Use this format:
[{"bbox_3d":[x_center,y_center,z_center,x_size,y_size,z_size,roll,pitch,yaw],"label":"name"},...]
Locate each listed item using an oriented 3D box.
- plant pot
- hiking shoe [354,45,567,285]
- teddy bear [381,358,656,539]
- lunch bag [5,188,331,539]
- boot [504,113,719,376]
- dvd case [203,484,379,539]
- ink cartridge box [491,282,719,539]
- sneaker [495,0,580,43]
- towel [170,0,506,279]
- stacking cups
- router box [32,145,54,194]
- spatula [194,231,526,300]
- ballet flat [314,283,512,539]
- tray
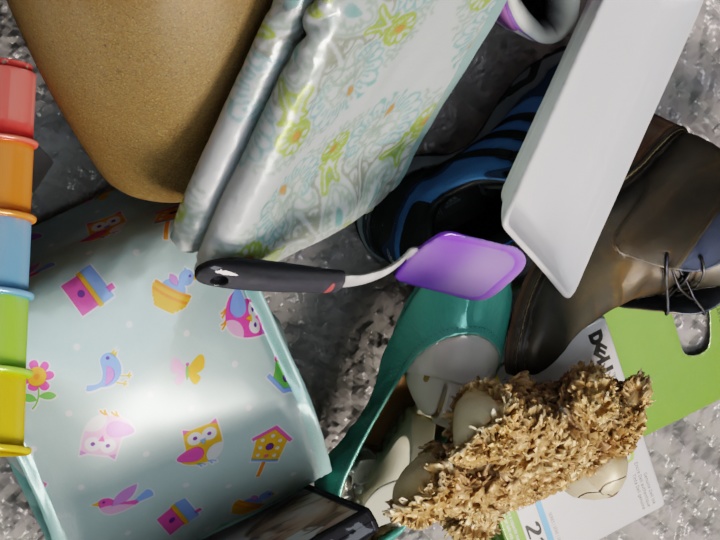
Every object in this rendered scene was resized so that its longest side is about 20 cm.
[{"bbox_3d":[-0.099,-0.141,1.389,0.186,0.187,0.200,-17,133,-15],"label":"plant pot"},{"bbox_3d":[0.095,-0.056,1.545,0.200,0.087,0.074,-36,122,-3],"label":"hiking shoe"},{"bbox_3d":[0.093,0.102,1.481,0.145,0.067,0.200,-48,158,8],"label":"teddy bear"},{"bbox_3d":[-0.122,0.065,1.492,0.170,0.122,0.200,-27,115,-10],"label":"lunch bag"},{"bbox_3d":[0.163,-0.004,1.540,0.200,0.097,0.075,-53,155,-29],"label":"boot"},{"bbox_3d":[-0.077,0.161,1.497,0.142,0.200,0.018,-30,98,-12],"label":"dvd case"},{"bbox_3d":[0.150,0.070,1.631,0.200,0.076,0.148,-26,120,-8],"label":"ink cartridge box"},{"bbox_3d":[0.064,-0.210,1.447,0.073,0.114,0.201,-35,120,-3],"label":"sneaker"},{"bbox_3d":[-0.005,-0.093,1.389,0.171,0.048,0.200,-27,150,-51],"label":"towel"},{"bbox_3d":[-0.193,-0.007,1.369,0.060,0.060,0.201,3,84,-24],"label":"stacking cups"},{"bbox_3d":[-0.270,-0.057,1.373,0.200,0.052,0.158,45,61,-32],"label":"router box"},{"bbox_3d":[0.000,0.000,1.406,0.200,0.021,0.057,-3,153,-37],"label":"spatula"},{"bbox_3d":[0.037,0.081,1.517,0.067,0.070,0.200,13,122,-26],"label":"ballet flat"},{"bbox_3d":[0.128,-0.094,1.484,0.200,0.022,0.107,-65,147,-13],"label":"tray"}]
